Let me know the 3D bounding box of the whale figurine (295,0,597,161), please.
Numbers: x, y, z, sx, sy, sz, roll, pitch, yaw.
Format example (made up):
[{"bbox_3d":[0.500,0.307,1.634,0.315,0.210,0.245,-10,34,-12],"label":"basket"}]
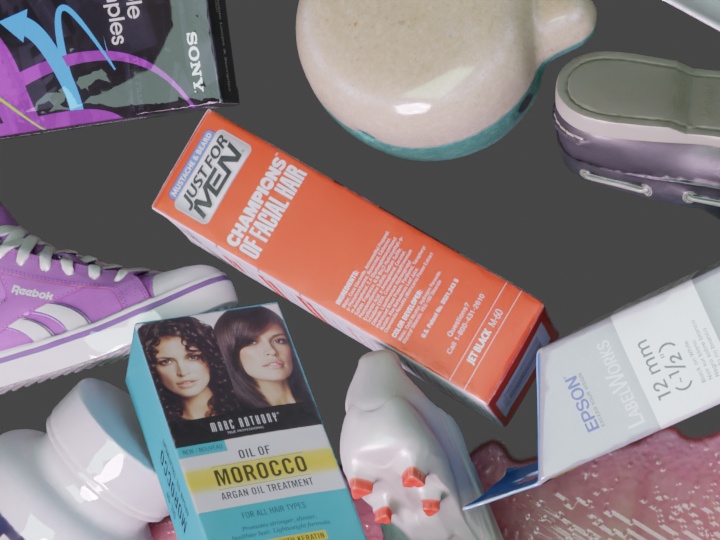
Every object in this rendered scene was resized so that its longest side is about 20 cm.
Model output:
[{"bbox_3d":[0.054,-0.147,1.452,0.159,0.104,0.200,23,75,21],"label":"whale figurine"}]

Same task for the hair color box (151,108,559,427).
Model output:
[{"bbox_3d":[0.000,0.000,1.452,0.200,0.111,0.064,29,86,11],"label":"hair color box"}]

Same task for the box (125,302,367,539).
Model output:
[{"bbox_3d":[-0.053,0.111,1.431,0.082,0.049,0.200,-9,52,-18],"label":"box"}]

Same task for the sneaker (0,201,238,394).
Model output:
[{"bbox_3d":[-0.169,0.001,1.524,0.200,0.073,0.115,-14,85,14],"label":"sneaker"}]

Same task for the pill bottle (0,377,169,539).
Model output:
[{"bbox_3d":[-0.182,0.157,1.514,0.111,0.111,0.200,44,103,9],"label":"pill bottle"}]

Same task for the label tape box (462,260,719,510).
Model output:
[{"bbox_3d":[0.141,0.046,1.400,0.199,0.143,0.066,-23,87,13],"label":"label tape box"}]

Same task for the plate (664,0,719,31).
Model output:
[{"bbox_3d":[0.159,-0.225,1.407,0.199,0.032,0.200,27,73,9],"label":"plate"}]

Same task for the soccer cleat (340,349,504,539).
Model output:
[{"bbox_3d":[0.037,0.117,1.436,0.069,0.200,0.078,-8,53,12],"label":"soccer cleat"}]

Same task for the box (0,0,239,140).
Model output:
[{"bbox_3d":[-0.171,-0.147,1.532,0.199,0.036,0.144,-8,91,14],"label":"box"}]

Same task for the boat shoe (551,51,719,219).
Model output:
[{"bbox_3d":[0.194,-0.058,1.439,0.199,0.073,0.063,14,140,9],"label":"boat shoe"}]
